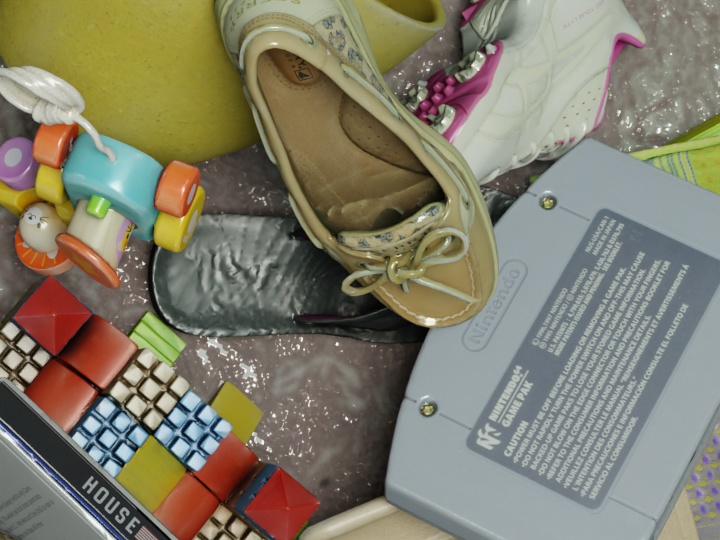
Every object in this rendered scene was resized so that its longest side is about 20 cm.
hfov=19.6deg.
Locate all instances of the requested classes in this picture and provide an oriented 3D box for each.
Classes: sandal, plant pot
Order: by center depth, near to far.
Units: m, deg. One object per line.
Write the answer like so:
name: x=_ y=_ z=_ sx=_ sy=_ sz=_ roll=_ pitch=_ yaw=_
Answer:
plant pot: x=-0.081 y=-0.128 z=0.932 sx=0.200 sy=0.200 sz=0.142 roll=41 pitch=107 yaw=-8
sandal: x=0.000 y=0.001 z=0.998 sx=0.199 sy=0.048 sz=0.076 roll=-7 pitch=90 yaw=-18

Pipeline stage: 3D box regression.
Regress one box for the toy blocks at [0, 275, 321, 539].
toy blocks: x=-0.099 y=0.070 z=0.929 sx=0.200 sy=0.137 sz=0.100 roll=41 pitch=79 yaw=-8

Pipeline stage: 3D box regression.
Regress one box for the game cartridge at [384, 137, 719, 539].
game cartridge: x=0.099 y=0.040 z=0.936 sx=0.133 sy=0.042 sz=0.201 roll=24 pitch=66 yaw=20

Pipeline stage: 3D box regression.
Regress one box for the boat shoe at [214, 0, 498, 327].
boat shoe: x=-0.001 y=-0.038 z=0.858 sx=0.073 sy=0.063 sz=0.200 roll=-25 pitch=127 yaw=16

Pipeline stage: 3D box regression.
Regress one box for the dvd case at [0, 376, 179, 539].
dvd case: x=-0.114 y=0.140 z=0.917 sx=0.200 sy=0.150 sz=0.025 roll=45 pitch=58 yaw=-7

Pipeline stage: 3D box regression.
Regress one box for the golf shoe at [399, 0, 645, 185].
golf shoe: x=0.075 y=-0.078 z=0.995 sx=0.091 sy=0.075 sz=0.201 roll=43 pitch=62 yaw=-20

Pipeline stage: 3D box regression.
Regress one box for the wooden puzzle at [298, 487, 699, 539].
wooden puzzle: x=0.076 y=0.166 z=0.994 sx=0.184 sy=0.046 sz=0.201 roll=-21 pitch=114 yaw=-10

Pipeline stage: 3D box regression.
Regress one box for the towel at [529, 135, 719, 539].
towel: x=0.163 y=0.039 z=1.003 sx=0.143 sy=0.023 sz=0.201 roll=-11 pitch=97 yaw=25

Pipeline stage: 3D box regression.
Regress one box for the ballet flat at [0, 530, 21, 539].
ballet flat: x=-0.210 y=0.129 z=0.903 sx=0.199 sy=0.046 sz=0.068 roll=21 pitch=106 yaw=16

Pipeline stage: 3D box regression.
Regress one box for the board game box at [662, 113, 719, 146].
board game box: x=0.237 y=-0.052 z=1.059 sx=0.199 sy=0.048 sz=0.102 roll=-29 pitch=94 yaw=-13

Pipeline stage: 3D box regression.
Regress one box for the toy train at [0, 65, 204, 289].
toy train: x=-0.157 y=-0.039 z=0.906 sx=0.150 sy=0.199 sz=0.056 roll=31 pitch=75 yaw=-33
